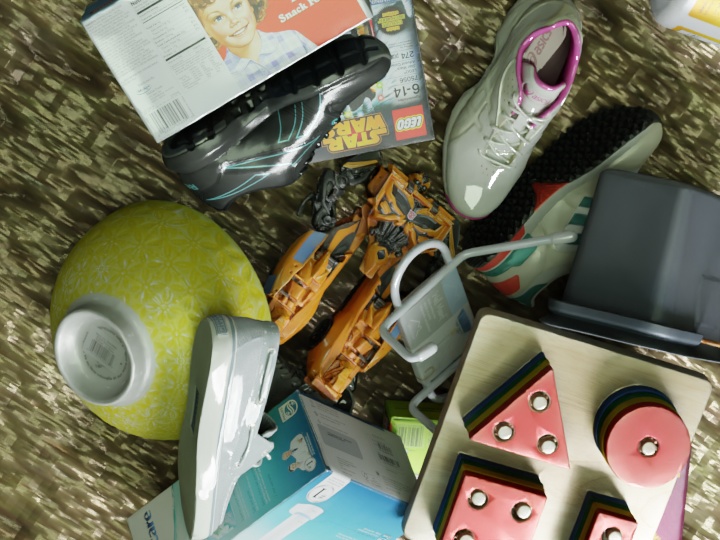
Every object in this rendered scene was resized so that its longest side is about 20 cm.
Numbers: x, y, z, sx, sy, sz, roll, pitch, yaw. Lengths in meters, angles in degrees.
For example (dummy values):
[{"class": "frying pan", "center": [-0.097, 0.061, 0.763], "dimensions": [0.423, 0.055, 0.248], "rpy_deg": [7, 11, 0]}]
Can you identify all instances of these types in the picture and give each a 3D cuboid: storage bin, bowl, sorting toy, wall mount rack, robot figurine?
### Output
[{"class": "storage bin", "center": [0.255, -0.001, 1.714], "dimensions": [0.145, 0.200, 0.135], "rpy_deg": [14, 92, 32]}, {"class": "bowl", "center": [-0.180, 0.052, 1.682], "dimensions": [0.200, 0.108, 0.201], "rpy_deg": [11, 111, 30]}, {"class": "sorting toy", "center": [0.159, 0.156, 1.676], "dimensions": [0.199, 0.070, 0.199], "rpy_deg": [17, 104, -10]}, {"class": "wall mount rack", "center": [0.103, 0.042, 1.740], "dimensions": [0.174, 0.075, 0.200], "rpy_deg": [-40, 143, -15]}, {"class": "robot figurine", "center": [0.000, 0.000, 1.737], "dimensions": [0.145, 0.058, 0.200], "rpy_deg": [39, 80, -19]}]

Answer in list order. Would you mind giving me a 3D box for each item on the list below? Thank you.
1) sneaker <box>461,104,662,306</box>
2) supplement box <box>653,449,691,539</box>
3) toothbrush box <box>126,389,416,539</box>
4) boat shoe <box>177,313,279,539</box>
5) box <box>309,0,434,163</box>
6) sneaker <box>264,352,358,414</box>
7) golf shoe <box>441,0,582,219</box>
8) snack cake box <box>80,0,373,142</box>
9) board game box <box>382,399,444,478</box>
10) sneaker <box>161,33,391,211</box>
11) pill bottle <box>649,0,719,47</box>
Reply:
[{"class": "sneaker", "center": [0.183, -0.051, 1.771], "dimensions": [0.200, 0.070, 0.093], "rpy_deg": [-42, 123, 5]}, {"class": "supplement box", "center": [0.210, 0.194, 1.774], "dimensions": [0.110, 0.086, 0.201], "rpy_deg": [2, 105, -6]}, {"class": "toothbrush box", "center": [-0.068, 0.204, 1.742], "dimensions": [0.200, 0.085, 0.146], "rpy_deg": [-39, 141, 21]}, {"class": "boat shoe", "center": [-0.098, 0.125, 1.634], "dimensions": [0.071, 0.070, 0.201], "rpy_deg": [0, 121, -17]}, {"class": "box", "center": [-0.048, -0.157, 1.722], "dimensions": [0.199, 0.040, 0.137], "rpy_deg": [-12, 107, -3]}, {"class": "sneaker", "center": [-0.065, 0.079, 1.777], "dimensions": [0.115, 0.075, 0.201], "rpy_deg": [-22, 117, -5]}, {"class": "golf shoe", "center": [0.123, -0.132, 1.719], "dimensions": [0.075, 0.092, 0.201], "rpy_deg": [19, 101, -13]}, {"class": "snack cake box", "center": [-0.103, -0.202, 1.644], "dimensions": [0.200, 0.067, 0.115], "rpy_deg": [-29, 107, 6]}, {"class": "board game box", "center": [0.116, 0.173, 1.828], "dimensions": [0.199, 0.048, 0.102], "rpy_deg": [5, 106, -7]}, {"class": "sneaker", "center": [-0.059, -0.119, 1.683], "dimensions": [0.200, 0.075, 0.079], "rpy_deg": [-28, 121, 9]}, {"class": "pill bottle", "center": [0.309, -0.232, 1.703], "dimensions": [0.199, 0.109, 0.110], "rpy_deg": [18, 103, -11]}]
